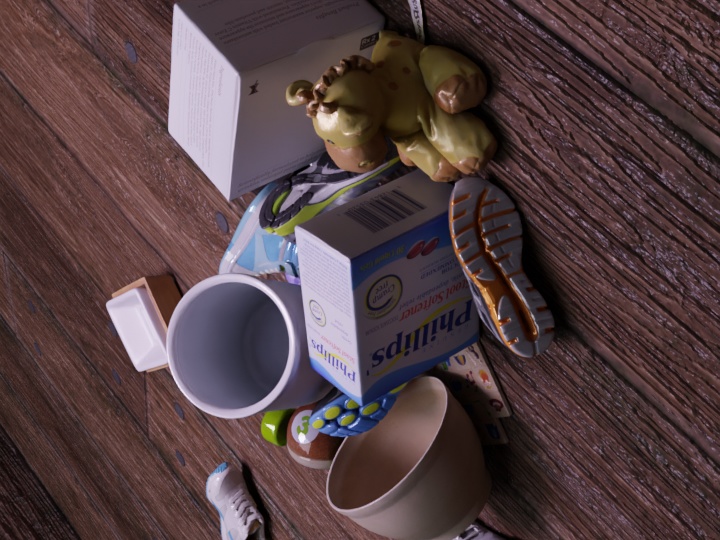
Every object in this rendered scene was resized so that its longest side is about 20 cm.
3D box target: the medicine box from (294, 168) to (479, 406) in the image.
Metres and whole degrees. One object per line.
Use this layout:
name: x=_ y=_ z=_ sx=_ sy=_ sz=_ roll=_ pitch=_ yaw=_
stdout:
medicine box: x=0.035 y=0.017 z=1.445 sx=0.103 sy=0.182 sz=0.201 roll=34 pitch=140 yaw=43

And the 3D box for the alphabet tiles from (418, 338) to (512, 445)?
alphabet tiles: x=0.113 y=0.142 z=1.605 sx=0.200 sy=0.008 sz=0.168 roll=-20 pitch=95 yaw=61

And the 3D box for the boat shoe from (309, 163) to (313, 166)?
boat shoe: x=-0.028 y=-0.073 z=1.601 sx=0.073 sy=0.062 sz=0.201 roll=-4 pitch=110 yaw=59

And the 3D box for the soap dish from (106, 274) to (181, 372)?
soap dish: x=-0.363 y=0.092 z=2.274 sx=0.200 sy=0.081 sz=0.158 roll=-20 pitch=96 yaw=62

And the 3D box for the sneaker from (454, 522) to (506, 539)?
sneaker: x=0.123 y=0.345 z=1.692 sx=0.200 sy=0.075 sz=0.087 roll=-11 pitch=98 yaw=60

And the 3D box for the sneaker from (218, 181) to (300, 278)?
sneaker: x=-0.106 y=-0.011 z=1.688 sx=0.130 sy=0.080 sz=0.200 roll=36 pitch=140 yaw=5

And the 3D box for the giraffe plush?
giraffe plush: x=0.022 y=-0.167 z=1.334 sx=0.172 sy=0.162 sz=0.201 roll=-9 pitch=106 yaw=61

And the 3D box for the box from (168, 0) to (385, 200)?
box: x=-0.098 y=-0.218 z=1.454 sx=0.131 sy=0.198 sz=0.201 roll=48 pitch=148 yaw=26

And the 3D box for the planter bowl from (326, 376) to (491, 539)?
planter bowl: x=0.075 y=0.250 z=1.578 sx=0.135 sy=0.201 sz=0.200 roll=43 pitch=157 yaw=-19

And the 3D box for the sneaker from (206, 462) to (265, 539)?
sneaker: x=-0.215 y=0.427 z=2.309 sx=0.081 sy=0.076 sz=0.201 roll=21 pitch=137 yaw=40

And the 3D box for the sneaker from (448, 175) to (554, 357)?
sneaker: x=0.139 y=-0.002 z=1.376 sx=0.077 sy=0.078 sz=0.201 roll=171 pitch=80 yaw=-79

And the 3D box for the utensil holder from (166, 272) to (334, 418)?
utensil holder: x=-0.118 y=0.094 z=1.594 sx=0.170 sy=0.170 sz=0.200 roll=55 pitch=-166 yaw=15

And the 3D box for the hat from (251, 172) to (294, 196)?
hat: x=-0.156 y=-0.184 z=1.665 sx=0.200 sy=0.081 sz=0.202 roll=24 pitch=121 yaw=50

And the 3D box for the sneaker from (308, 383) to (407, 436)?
sneaker: x=0.014 y=0.128 z=1.603 sx=0.071 sy=0.200 sz=0.083 roll=35 pitch=-167 yaw=-31

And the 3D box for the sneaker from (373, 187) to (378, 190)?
sneaker: x=0.000 y=0.000 z=1.536 sx=0.076 sy=0.081 sz=0.201 roll=14 pitch=97 yaw=30

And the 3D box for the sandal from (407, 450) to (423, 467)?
sandal: x=0.058 y=0.300 z=1.746 sx=0.054 sy=0.080 sz=0.200 roll=69 pitch=151 yaw=24

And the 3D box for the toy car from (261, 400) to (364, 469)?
toy car: x=-0.029 y=0.151 z=1.717 sx=0.164 sy=0.157 sz=0.201 roll=21 pitch=119 yaw=35

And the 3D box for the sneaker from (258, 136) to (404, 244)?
sneaker: x=-0.020 y=-0.094 z=1.497 sx=0.081 sy=0.199 sz=0.074 roll=39 pitch=-152 yaw=-45

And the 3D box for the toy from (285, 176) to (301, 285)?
toy: x=-0.087 y=-0.030 z=1.751 sx=0.115 sy=0.047 sz=0.201 roll=25 pitch=133 yaw=50
